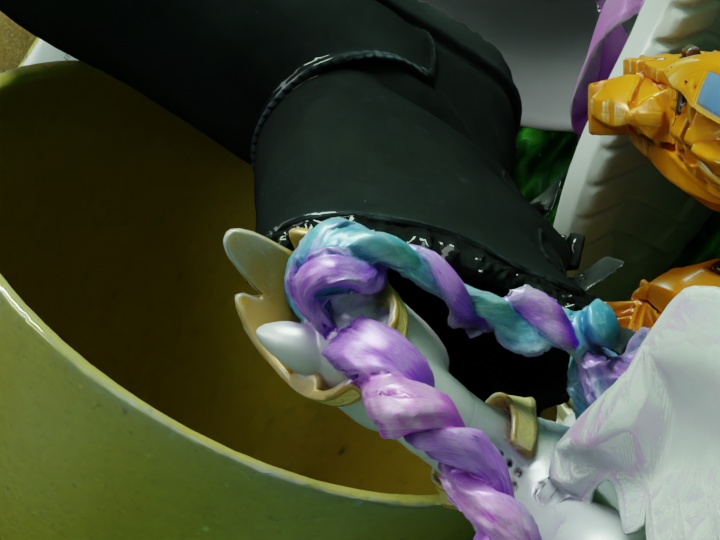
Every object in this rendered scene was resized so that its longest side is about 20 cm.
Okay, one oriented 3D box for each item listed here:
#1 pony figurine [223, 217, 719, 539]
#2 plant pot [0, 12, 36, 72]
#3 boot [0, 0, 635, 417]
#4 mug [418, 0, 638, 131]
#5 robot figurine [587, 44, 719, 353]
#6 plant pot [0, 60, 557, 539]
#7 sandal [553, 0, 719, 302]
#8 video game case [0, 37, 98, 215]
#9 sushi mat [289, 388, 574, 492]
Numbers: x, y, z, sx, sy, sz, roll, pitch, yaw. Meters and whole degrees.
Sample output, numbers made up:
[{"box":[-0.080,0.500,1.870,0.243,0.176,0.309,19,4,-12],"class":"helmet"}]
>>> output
[{"box":[0.055,0.077,0.732,0.167,0.200,0.193,-46,30,6],"class":"pony figurine"},{"box":[-0.131,-0.117,1.163,0.186,0.186,0.200,-11,42,48],"class":"plant pot"},{"box":[-0.020,-0.037,0.856,0.073,0.198,0.163,-55,23,26],"class":"boot"},{"box":[0.065,-0.135,1.036,0.175,0.147,0.200,-84,13,-56],"class":"mug"},{"box":[0.122,0.007,0.808,0.200,0.058,0.145,-141,46,-68],"class":"robot figurine"},{"box":[-0.061,0.053,0.898,0.142,0.200,0.200,-60,24,27],"class":"plant pot"},{"box":[0.100,-0.082,0.926,0.050,0.082,0.203,35,112,36],"class":"sandal"},{"box":[-0.124,-0.006,1.029,0.182,0.023,0.200,-56,-5,5],"class":"video game case"},{"box":[0.000,0.000,0.986,0.096,0.012,0.200,-39,59,7],"class":"sushi mat"}]
